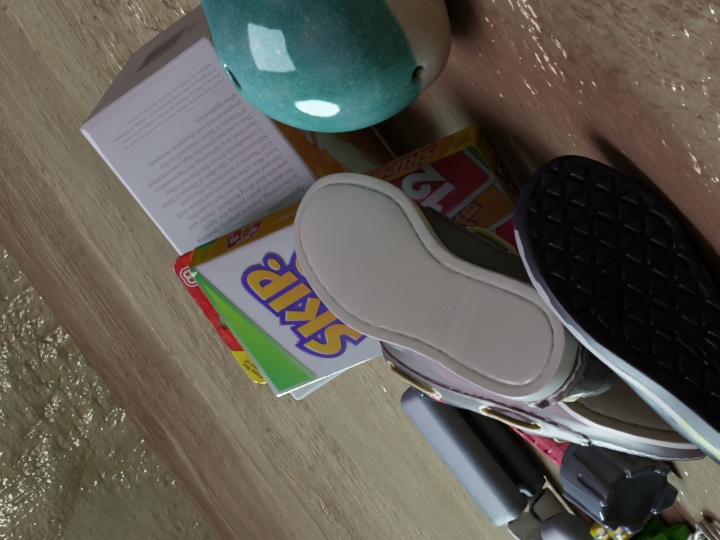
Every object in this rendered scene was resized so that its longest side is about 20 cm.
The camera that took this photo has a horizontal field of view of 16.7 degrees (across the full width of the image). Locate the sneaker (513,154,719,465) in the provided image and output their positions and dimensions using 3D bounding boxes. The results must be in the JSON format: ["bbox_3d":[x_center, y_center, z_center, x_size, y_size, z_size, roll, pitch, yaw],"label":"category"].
[{"bbox_3d":[0.142,0.036,1.141,0.200,0.072,0.083,48,170,5],"label":"sneaker"}]

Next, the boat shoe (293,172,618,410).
[{"bbox_3d":[0.044,0.011,1.213,0.060,0.073,0.201,14,-167,-47],"label":"boat shoe"}]

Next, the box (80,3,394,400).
[{"bbox_3d":[-0.050,-0.050,1.397,0.200,0.097,0.125,52,-158,-15],"label":"box"}]

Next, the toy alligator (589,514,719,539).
[{"bbox_3d":[0.175,0.181,1.513,0.059,0.054,0.200,49,168,-1],"label":"toy alligator"}]

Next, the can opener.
[{"bbox_3d":[0.113,0.144,1.683,0.200,0.053,0.067,52,136,-7],"label":"can opener"}]

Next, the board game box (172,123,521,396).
[{"bbox_3d":[0.000,0.000,1.314,0.096,0.199,0.030,56,-151,-24],"label":"board game box"}]

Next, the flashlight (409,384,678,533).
[{"bbox_3d":[0.099,0.085,1.469,0.200,0.068,0.068,40,163,43],"label":"flashlight"}]

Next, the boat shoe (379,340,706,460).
[{"bbox_3d":[0.097,0.053,1.255,0.199,0.072,0.060,20,144,19],"label":"boat shoe"}]

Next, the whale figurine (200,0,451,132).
[{"bbox_3d":[-0.047,-0.148,1.181,0.200,0.104,0.159,45,168,23],"label":"whale figurine"}]
